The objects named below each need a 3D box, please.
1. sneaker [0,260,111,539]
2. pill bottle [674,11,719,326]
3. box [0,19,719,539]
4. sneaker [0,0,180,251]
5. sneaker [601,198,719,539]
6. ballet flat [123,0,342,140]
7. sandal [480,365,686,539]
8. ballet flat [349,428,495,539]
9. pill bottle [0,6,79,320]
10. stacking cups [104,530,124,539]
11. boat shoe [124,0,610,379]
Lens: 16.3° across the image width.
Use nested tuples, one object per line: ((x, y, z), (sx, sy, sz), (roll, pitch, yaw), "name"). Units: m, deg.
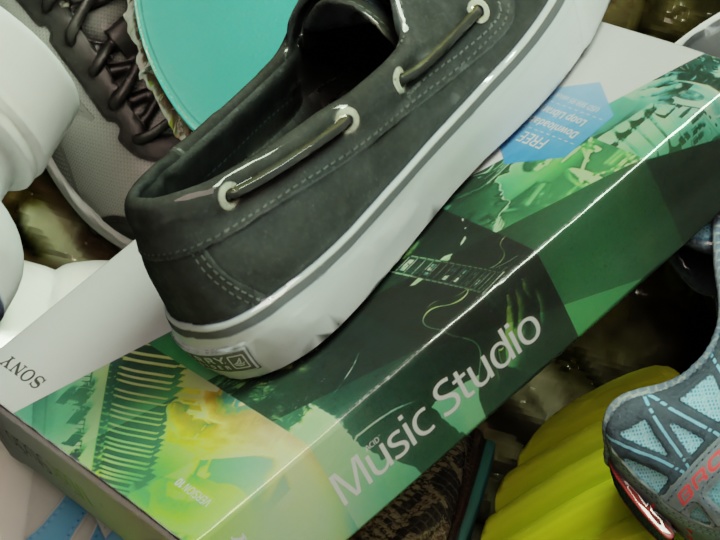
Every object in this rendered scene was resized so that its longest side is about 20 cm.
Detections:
((-0.071, 0.090, 0.755), (0.080, 0.077, 0.201), (-1, 71, -2), "sneaker")
((0.166, 0.015, 0.770), (0.106, 0.106, 0.201), (-19, 70, -8), "pill bottle")
((0.000, 0.000, 0.696), (0.200, 0.036, 0.144), (-41, 32, -16), "box")
((-0.088, -0.077, 0.817), (0.074, 0.079, 0.200), (-38, 76, -13), "sneaker")
((0.129, -0.012, 0.684), (0.095, 0.079, 0.200), (22, 65, 20), "sneaker")
((-0.044, -0.111, 0.776), (0.075, 0.064, 0.201), (-22, 64, 9), "ballet flat")
((0.082, 0.120, 0.705), (0.079, 0.087, 0.201), (-24, 45, 37), "sandal")
((-0.006, 0.118, 0.727), (0.075, 0.068, 0.201), (11, 47, -2), "ballet flat")
((-0.167, 0.011, 0.719), (0.111, 0.111, 0.201), (28, 71, 10), "pill bottle")
((-0.052, 0.082, 0.705), (0.060, 0.061, 0.200), (29, 57, 10), "stacking cups")
((0.007, -0.057, 0.683), (0.068, 0.057, 0.200), (1, 43, 42), "boat shoe")
